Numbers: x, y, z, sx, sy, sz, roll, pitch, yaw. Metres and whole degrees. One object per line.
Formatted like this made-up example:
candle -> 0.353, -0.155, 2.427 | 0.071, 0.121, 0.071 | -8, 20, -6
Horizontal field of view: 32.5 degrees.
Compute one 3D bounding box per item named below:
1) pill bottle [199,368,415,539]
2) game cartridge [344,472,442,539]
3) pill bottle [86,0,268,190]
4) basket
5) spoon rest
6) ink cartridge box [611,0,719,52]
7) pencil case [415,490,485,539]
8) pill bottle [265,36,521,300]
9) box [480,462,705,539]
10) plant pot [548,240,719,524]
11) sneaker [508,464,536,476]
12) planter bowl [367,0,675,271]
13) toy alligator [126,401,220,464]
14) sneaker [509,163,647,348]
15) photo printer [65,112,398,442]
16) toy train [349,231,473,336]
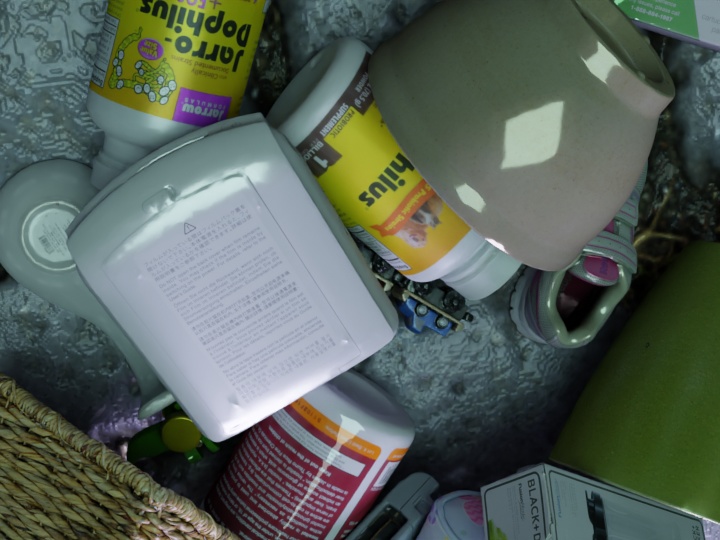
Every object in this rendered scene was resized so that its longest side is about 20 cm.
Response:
pill bottle -> -0.054, 0.173, 0.948 | 0.113, 0.113, 0.200 | 29, 99, -17
game cartridge -> -0.011, 0.255, 0.956 | 0.042, 0.133, 0.200 | 38, 64, 19
pill bottle -> -0.126, -0.147, 0.842 | 0.104, 0.104, 0.201 | 13, 104, -14
basket -> -0.177, 0.165, 0.879 | 0.143, 0.200, 0.149 | -1, 111, -54
spoon rest -> -0.196, 0.013, 0.911 | 0.099, 0.061, 0.200 | -30, 96, -2
ink cartridge box -> 0.259, -0.266, 0.888 | 0.145, 0.088, 0.201 | 14, 102, -14
pencil case -> 0.062, 0.265, 0.946 | 0.091, 0.083, 0.200 | 28, 117, 12
pill bottle -> 0.030, -0.067, 0.893 | 0.200, 0.109, 0.109 | 38, 97, -19
box -> 0.177, 0.221, 0.892 | 0.200, 0.117, 0.060 | 23, 142, -39
plant pot -> 0.267, 0.085, 0.963 | 0.187, 0.187, 0.201 | 21, 85, -16
sneaker -> 0.119, 0.260, 1.018 | 0.077, 0.091, 0.200 | 22, 102, -16
planter bowl -> 0.123, -0.118, 0.828 | 0.200, 0.200, 0.135 | 39, 119, -19
toy alligator -> -0.095, 0.087, 0.942 | 0.200, 0.059, 0.054 | -45, 109, 5
sneaker -> 0.179, -0.026, 0.944 | 0.081, 0.088, 0.201 | 8, 105, -13
photo printer -> -0.088, 0.002, 0.831 | 0.166, 0.069, 0.200 | -31, 122, 2
toy train -> 0.000, 0.000, 0.944 | 0.200, 0.034, 0.046 | 29, 88, -17
